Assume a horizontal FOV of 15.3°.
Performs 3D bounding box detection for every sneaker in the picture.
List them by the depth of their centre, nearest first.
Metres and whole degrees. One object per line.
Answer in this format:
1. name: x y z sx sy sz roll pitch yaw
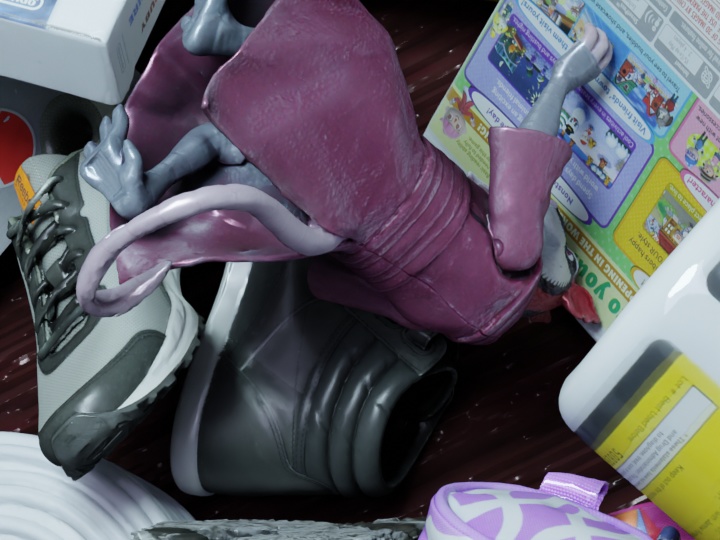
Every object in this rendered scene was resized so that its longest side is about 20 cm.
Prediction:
1. sneaker: -0.105 0.004 1.029 0.074 0.079 0.201 -43 24 26
2. sneaker: 0.000 0.000 1.049 0.099 0.071 0.201 11 76 18

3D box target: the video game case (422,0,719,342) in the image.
1. video game case: 0.123 -0.052 0.963 0.200 0.022 0.183 50 127 28

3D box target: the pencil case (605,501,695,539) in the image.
1. pencil case: 0.123 0.178 0.922 0.088 0.088 0.201 -20 63 11

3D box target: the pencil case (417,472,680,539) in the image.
1. pencil case: 0.039 0.165 0.905 0.083 0.086 0.201 18 104 6

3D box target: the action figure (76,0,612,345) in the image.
1. action figure: 0.013 -0.025 0.939 0.134 0.200 0.149 -39 30 33

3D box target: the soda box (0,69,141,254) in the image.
1. soda box: -0.183 -0.030 1.111 0.200 0.068 0.063 -51 30 -5

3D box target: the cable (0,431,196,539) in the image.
1. cable: -0.142 0.161 1.029 0.200 0.069 0.200 35 84 28

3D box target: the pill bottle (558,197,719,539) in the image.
1. pill bottle: 0.170 0.067 0.864 0.200 0.112 0.112 41 86 6

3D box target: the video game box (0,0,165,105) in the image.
1. video game box: -0.150 -0.168 1.009 0.199 0.047 0.183 15 59 12

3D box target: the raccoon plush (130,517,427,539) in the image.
1. raccoon plush: -0.007 0.158 0.945 0.199 0.097 0.135 1 89 -19
